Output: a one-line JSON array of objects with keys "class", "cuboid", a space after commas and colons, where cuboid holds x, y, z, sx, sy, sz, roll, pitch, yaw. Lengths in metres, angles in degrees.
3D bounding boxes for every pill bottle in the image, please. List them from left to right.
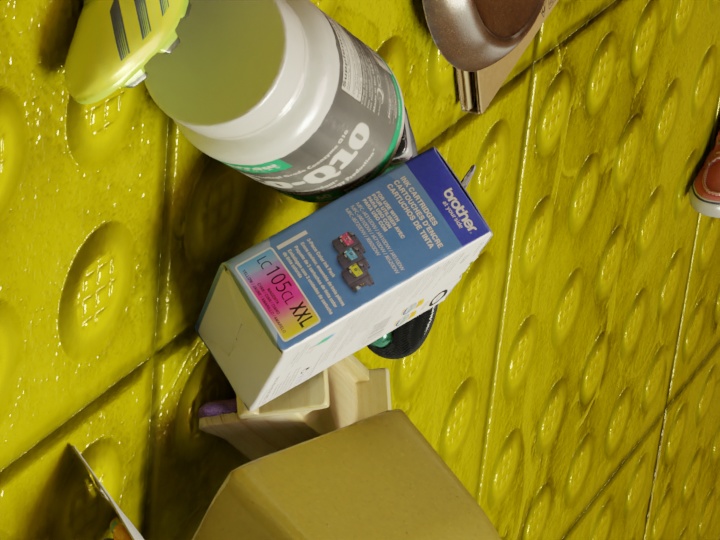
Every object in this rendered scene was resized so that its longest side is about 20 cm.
[{"class": "pill bottle", "cuboid": [-0.054, -0.113, 1.437, 0.200, 0.113, 0.113, 25, 82, -68]}]

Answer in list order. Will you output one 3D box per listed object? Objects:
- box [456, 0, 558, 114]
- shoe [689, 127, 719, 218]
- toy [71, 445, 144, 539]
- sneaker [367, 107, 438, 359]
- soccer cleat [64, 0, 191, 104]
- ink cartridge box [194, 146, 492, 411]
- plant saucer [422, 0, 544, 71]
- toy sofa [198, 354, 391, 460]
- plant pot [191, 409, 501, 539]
[{"class": "box", "cuboid": [0.126, -0.252, 1.909, 0.200, 0.021, 0.164, -55, 150, -37]}, {"class": "shoe", "cuboid": [0.435, -0.139, 2.716, 0.200, 0.071, 0.091, -50, 148, -57]}, {"class": "toy", "cuboid": [-0.128, 0.212, 1.433, 0.047, 0.200, 0.115, -36, 149, -10]}, {"class": "sneaker", "cuboid": [0.028, -0.037, 1.708, 0.088, 0.074, 0.200, -19, 106, -76]}, {"class": "soccer cleat", "cuboid": [-0.123, -0.186, 1.308, 0.084, 0.065, 0.200, 42, 67, -35]}, {"class": "ink cartridge box", "cuboid": [0.000, 0.000, 1.529, 0.200, 0.076, 0.136, -28, 169, -20]}, {"class": "plant saucer", "cuboid": [0.106, -0.253, 1.802, 0.200, 0.032, 0.201, -28, 123, -55]}, {"class": "toy sofa", "cuboid": [-0.046, 0.089, 1.675, 0.200, 0.097, 0.083, 49, 36, -66]}, {"class": "plant pot", "cuboid": [-0.001, 0.248, 1.596, 0.194, 0.200, 0.196, -16, 143, -50]}]
